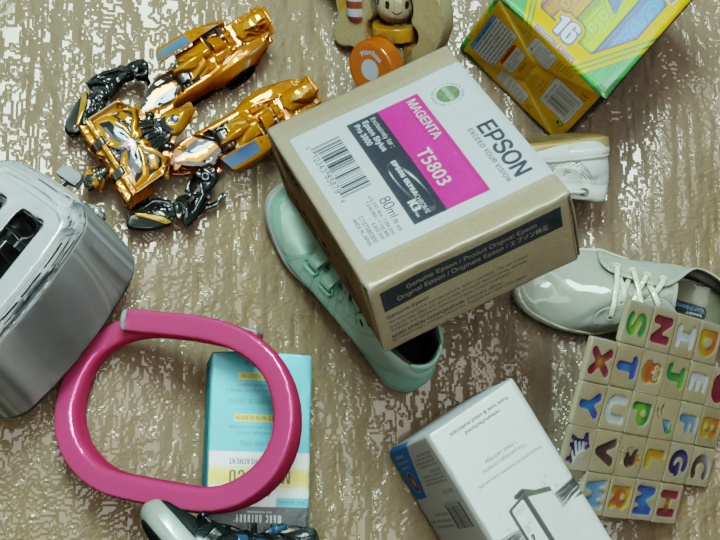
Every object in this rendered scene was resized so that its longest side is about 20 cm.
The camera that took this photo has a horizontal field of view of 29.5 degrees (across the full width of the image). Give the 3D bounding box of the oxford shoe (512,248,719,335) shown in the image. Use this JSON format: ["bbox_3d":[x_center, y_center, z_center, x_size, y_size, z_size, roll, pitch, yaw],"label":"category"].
[{"bbox_3d":[0.225,0.020,1.138,0.198,0.058,0.076,10,78,-7],"label":"oxford shoe"}]

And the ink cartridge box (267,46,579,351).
[{"bbox_3d":[0.043,-0.059,1.018,0.163,0.075,0.201,-26,47,-8],"label":"ink cartridge box"}]

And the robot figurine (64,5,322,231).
[{"bbox_3d":[-0.139,-0.124,1.102,0.199,0.058,0.146,-34,85,-15],"label":"robot figurine"}]

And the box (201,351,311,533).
[{"bbox_3d":[-0.082,0.167,1.056,0.081,0.049,0.203,2,78,-9],"label":"box"}]

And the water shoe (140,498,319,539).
[{"bbox_3d":[-0.068,0.214,0.991,0.199,0.071,0.079,38,70,-7],"label":"water shoe"}]

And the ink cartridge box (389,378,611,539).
[{"bbox_3d":[0.117,0.196,1.035,0.084,0.146,0.201,-31,86,-15],"label":"ink cartridge box"}]

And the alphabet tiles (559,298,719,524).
[{"bbox_3d":[0.229,0.115,1.075,0.199,0.006,0.168,14,90,-42],"label":"alphabet tiles"}]

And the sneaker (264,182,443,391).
[{"bbox_3d":[0.001,0.000,1.070,0.074,0.118,0.201,-37,85,-13],"label":"sneaker"}]

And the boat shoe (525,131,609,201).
[{"bbox_3d":[0.110,-0.069,1.129,0.197,0.071,0.070,-6,101,0],"label":"boat shoe"}]

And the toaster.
[{"bbox_3d":[-0.263,0.016,1.003,0.113,0.129,0.201,31,74,20],"label":"toaster"}]

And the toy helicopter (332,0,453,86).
[{"bbox_3d":[-0.003,-0.250,1.127,0.200,0.133,0.079,42,44,18],"label":"toy helicopter"}]

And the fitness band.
[{"bbox_3d":[-0.138,0.106,1.026,0.198,0.037,0.145,7,80,18],"label":"fitness band"}]

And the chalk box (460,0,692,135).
[{"bbox_3d":[0.202,-0.234,1.153,0.124,0.124,0.200,42,74,0],"label":"chalk box"}]
